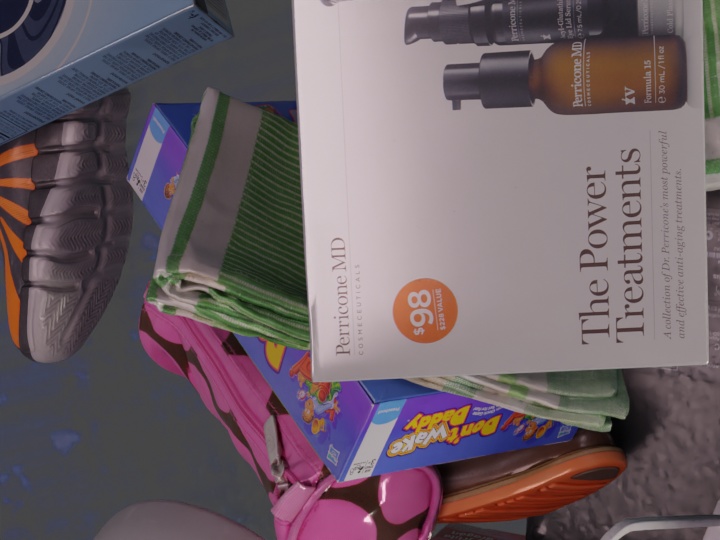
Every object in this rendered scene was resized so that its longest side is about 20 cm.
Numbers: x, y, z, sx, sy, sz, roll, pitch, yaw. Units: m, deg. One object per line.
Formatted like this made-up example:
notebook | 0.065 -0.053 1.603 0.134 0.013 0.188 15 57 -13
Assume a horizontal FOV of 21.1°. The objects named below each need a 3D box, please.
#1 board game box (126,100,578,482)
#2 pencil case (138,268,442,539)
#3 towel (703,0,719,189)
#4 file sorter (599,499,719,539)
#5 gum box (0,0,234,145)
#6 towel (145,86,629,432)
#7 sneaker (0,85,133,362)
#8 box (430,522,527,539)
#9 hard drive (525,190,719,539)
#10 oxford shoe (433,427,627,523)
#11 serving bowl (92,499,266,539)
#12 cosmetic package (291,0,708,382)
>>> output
board game box | 0.000 0.000 0.864 0.200 0.134 0.045 52 132 36
pencil case | -0.040 0.061 0.911 0.200 0.093 0.091 47 116 48
towel | 0.093 -0.125 0.748 0.151 0.023 0.202 -10 100 3
file sorter | 0.174 0.193 0.746 0.199 0.124 0.140 27 101 37
gum box | -0.173 -0.154 0.953 0.199 0.045 0.171 -23 67 17
towel | 0.017 -0.007 0.817 0.198 0.153 0.024 16 125 -7
sneaker | -0.182 -0.057 1.014 0.111 0.077 0.202 8 93 25
box | 0.116 0.195 0.918 0.198 0.095 0.101 8 102 21
hard drive | 0.151 0.043 0.909 0.138 0.033 0.202 7 103 21
oxford shoe | 0.039 0.086 0.927 0.199 0.071 0.074 -14 75 39
serving bowl | -0.073 0.210 0.925 0.199 0.066 0.201 24 133 28
cosmetic package | 0.051 -0.064 0.715 0.149 0.052 0.202 -3 99 3
